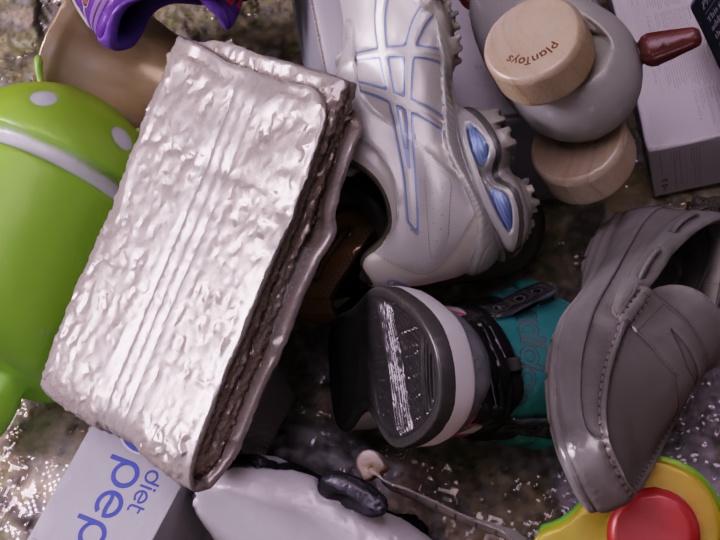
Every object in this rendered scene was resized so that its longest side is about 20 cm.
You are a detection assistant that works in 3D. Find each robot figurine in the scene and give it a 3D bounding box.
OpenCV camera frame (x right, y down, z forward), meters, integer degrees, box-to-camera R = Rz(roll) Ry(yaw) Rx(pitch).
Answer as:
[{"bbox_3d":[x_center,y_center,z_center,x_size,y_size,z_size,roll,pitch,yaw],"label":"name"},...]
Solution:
[{"bbox_3d":[-0.181,-0.011,0.960,0.175,0.116,0.201,28,73,-13],"label":"robot figurine"}]

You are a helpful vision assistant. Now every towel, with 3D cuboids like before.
[{"bbox_3d":[-0.076,-0.010,0.866,0.132,0.034,0.201,24,91,45],"label":"towel"}]

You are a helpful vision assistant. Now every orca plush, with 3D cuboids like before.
[{"bbox_3d":[0.022,0.130,0.863,0.199,0.106,0.071,12,31,23],"label":"orca plush"}]

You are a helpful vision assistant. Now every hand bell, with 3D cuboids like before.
[{"bbox_3d":[-0.073,-0.086,1.021,0.199,0.104,0.105,26,67,12],"label":"hand bell"}]

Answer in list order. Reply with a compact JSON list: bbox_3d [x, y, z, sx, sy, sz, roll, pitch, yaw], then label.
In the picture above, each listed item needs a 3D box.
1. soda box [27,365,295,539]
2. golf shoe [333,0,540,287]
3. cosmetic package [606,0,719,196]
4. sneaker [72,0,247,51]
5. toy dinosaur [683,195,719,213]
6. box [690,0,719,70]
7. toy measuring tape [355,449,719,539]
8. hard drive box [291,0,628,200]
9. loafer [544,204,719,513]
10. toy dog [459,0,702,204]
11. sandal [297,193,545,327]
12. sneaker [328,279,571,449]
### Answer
[{"bbox_3d":[-0.108,0.121,0.898,0.063,0.068,0.201,16,64,24],"label":"soda box"},{"bbox_3d":[0.007,-0.086,0.870,0.097,0.078,0.201,-21,71,-5],"label":"golf shoe"},{"bbox_3d":[0.179,-0.141,0.999,0.082,0.051,0.201,-12,57,8],"label":"cosmetic package"},{"bbox_3d":[-0.063,-0.177,0.959,0.199,0.081,0.084,-25,81,21],"label":"sneaker"},{"bbox_3d":[0.230,0.019,0.895,0.199,0.048,0.088,22,60,20],"label":"toy dinosaur"},{"bbox_3d":[0.273,-0.087,0.873,0.147,0.107,0.201,3,52,-25],"label":"box"},{"bbox_3d":[0.100,0.104,0.843,0.199,0.074,0.074,23,66,9],"label":"toy measuring tape"},{"bbox_3d":[0.045,-0.136,0.992,0.155,0.077,0.201,-5,56,-7],"label":"hard drive box"},{"bbox_3d":[0.131,0.031,0.830,0.069,0.070,0.201,-14,31,27],"label":"loafer"},{"bbox_3d":[0.097,-0.135,0.886,0.096,0.132,0.201,-25,69,6],"label":"toy dog"},{"bbox_3d":[0.000,0.000,0.934,0.198,0.082,0.055,-6,41,-4],"label":"sandal"},{"bbox_3d":[0.060,0.046,0.850,0.120,0.200,0.084,-4,88,-12],"label":"sneaker"}]
